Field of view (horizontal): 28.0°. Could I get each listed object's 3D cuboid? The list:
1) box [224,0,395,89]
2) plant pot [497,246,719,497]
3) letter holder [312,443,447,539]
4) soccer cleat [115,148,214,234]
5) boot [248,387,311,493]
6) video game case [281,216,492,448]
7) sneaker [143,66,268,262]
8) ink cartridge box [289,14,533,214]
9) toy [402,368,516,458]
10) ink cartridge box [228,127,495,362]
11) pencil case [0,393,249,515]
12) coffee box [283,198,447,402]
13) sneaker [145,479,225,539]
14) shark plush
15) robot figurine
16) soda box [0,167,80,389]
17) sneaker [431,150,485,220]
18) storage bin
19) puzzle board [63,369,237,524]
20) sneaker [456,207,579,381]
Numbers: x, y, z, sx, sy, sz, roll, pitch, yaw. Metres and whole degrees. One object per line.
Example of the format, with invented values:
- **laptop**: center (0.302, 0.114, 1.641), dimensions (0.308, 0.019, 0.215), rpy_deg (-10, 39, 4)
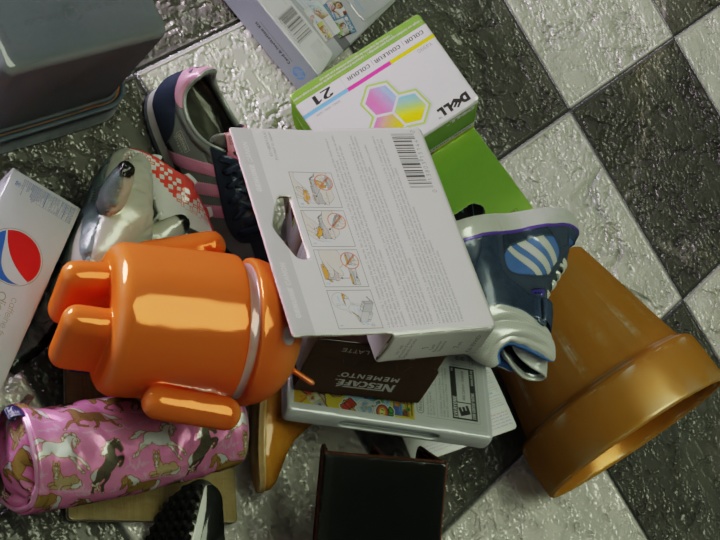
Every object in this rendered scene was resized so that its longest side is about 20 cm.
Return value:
- **box**: center (-0.048, -0.294, 1.422), dimensions (0.156, 0.041, 0.200), rpy_deg (49, 51, -12)
- **plant pot**: center (0.214, 0.086, 1.389), dimensions (0.199, 0.200, 0.184), rpy_deg (-19, 68, -41)
- **letter holder**: center (0.006, 0.246, 1.191), dimensions (0.100, 0.142, 0.202), rpy_deg (5, 88, -4)
- **soccer cleat**: center (-0.154, -0.015, 1.194), dimensions (0.201, 0.069, 0.085), rpy_deg (54, 38, 2)
- **boot**: center (-0.020, 0.102, 1.238), dimensions (0.143, 0.071, 0.202), rpy_deg (9, 57, -10)
- **video game case**: center (0.020, 0.051, 1.242), dimensions (0.181, 0.023, 0.201), rpy_deg (10, 53, -16)
- **sneaker**: center (-0.118, -0.082, 1.253), dimensions (0.070, 0.082, 0.201), rpy_deg (-30, 92, -42)
- **ink cartridge box**: center (0.050, -0.108, 1.328), dimensions (0.147, 0.076, 0.201), rpy_deg (-33, 77, -7)
- **toy**: center (0.051, 0.076, 1.341), dimensions (0.115, 0.047, 0.201), rpy_deg (-16, 75, -26)
- **ink cartridge box**: center (-0.005, -0.024, 1.135), dimensions (0.175, 0.045, 0.201), rpy_deg (-2, 56, -26)
- **pencil case**: center (-0.181, 0.128, 1.100), dimensions (0.199, 0.083, 0.087), rpy_deg (-6, 86, -38)
- **coffee box**: center (0.000, 0.000, 1.203), dimensions (0.114, 0.080, 0.201), rpy_deg (8, 53, -16)
- **sneaker**: center (-0.124, 0.267, 1.118), dimensions (0.090, 0.070, 0.201), rpy_deg (22, 67, -34)
- **shark plush**: center (-0.215, -0.004, 1.147), dimensions (0.091, 0.083, 0.201), rpy_deg (29, 82, -51)
- **robot figurine**: center (-0.129, 0.040, 1.077), dimensions (0.199, 0.144, 0.117), rpy_deg (7, 105, -22)
- **soda box**: center (-0.284, 0.027, 1.088), dimensions (0.063, 0.068, 0.201), rpy_deg (33, 55, -23)
- **sneaker**: center (0.096, -0.064, 1.406), dimensions (0.079, 0.075, 0.201), rpy_deg (-20, 89, -4)
- **storage bin**: center (-0.262, -0.191, 1.151), dimensions (0.199, 0.134, 0.146), rpy_deg (-24, 87, -42)
- **puzzle board**: center (-0.174, 0.106, 1.178), dimensions (0.150, 0.017, 0.201), rpy_deg (8, 67, -34)
- **sneaker**: center (0.142, 0.026, 1.267), dimensions (0.199, 0.080, 0.147), rpy_deg (-5, 74, -51)
